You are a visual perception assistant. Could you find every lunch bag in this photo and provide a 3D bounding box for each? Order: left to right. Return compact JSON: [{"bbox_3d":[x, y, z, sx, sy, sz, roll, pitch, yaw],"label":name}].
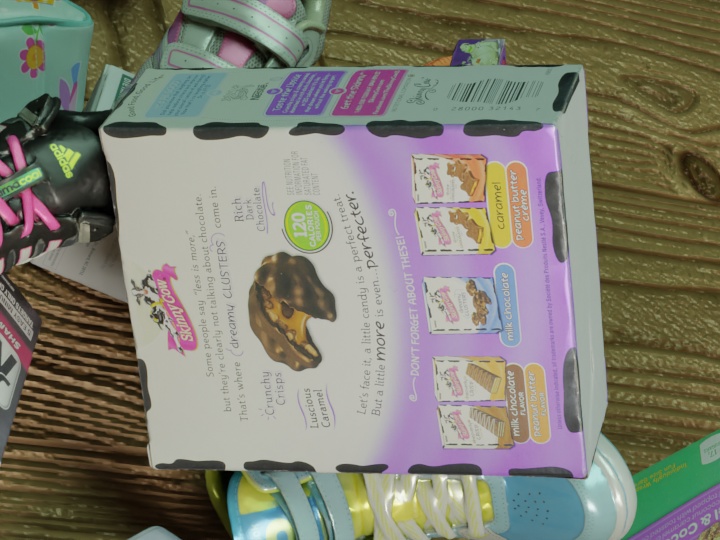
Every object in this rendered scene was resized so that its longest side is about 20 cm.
[{"bbox_3d":[-0.234,-0.095,1.374,0.199,0.077,0.160,-9,18,-37],"label":"lunch bag"}]

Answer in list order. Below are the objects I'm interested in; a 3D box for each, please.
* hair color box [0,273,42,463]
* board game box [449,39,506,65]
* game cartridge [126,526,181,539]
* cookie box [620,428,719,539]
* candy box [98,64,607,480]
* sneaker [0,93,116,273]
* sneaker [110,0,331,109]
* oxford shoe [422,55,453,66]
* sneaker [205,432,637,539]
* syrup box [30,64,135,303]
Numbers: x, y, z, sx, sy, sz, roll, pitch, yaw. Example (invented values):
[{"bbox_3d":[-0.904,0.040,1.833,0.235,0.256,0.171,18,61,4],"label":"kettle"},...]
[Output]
[{"bbox_3d":[-0.202,0.061,1.238,0.100,0.060,0.200,52,28,-29],"label":"hair color box"},{"bbox_3d":[0.058,0.004,1.412,0.032,0.201,0.120,3,35,15],"label":"board game box"},{"bbox_3d":[-0.088,0.193,1.219,0.133,0.041,0.200,29,36,5],"label":"game cartridge"},{"bbox_3d":[0.158,0.175,1.284,0.075,0.171,0.200,45,26,-33],"label":"cookie box"},{"bbox_3d":[0.000,0.000,1.258,0.199,0.168,0.072,1,27,14],"label":"candy box"},{"bbox_3d":[-0.153,-0.034,1.244,0.074,0.087,0.200,64,24,0],"label":"sneaker"},{"bbox_3d":[-0.067,-0.096,1.387,0.081,0.088,0.200,26,37,-3],"label":"sneaker"},{"bbox_3d":[0.009,-0.038,1.405,0.073,0.071,0.200,51,42,-7],"label":"oxford shoe"},{"bbox_3d":[0.016,0.107,1.314,0.199,0.080,0.130,10,28,39],"label":"sneaker"},{"bbox_3d":[-0.054,-0.015,1.444,0.199,0.082,0.079,22,39,-8],"label":"syrup box"}]
